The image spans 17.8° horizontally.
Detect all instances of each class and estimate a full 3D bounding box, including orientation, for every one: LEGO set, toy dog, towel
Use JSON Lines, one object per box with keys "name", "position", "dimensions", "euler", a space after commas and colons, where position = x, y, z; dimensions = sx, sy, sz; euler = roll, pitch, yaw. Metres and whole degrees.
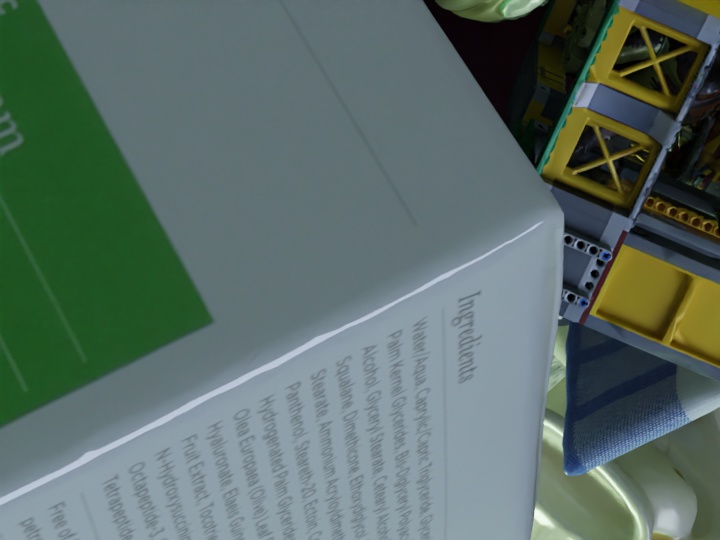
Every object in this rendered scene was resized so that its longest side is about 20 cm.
{"name": "LEGO set", "position": [0.112, -0.052, 0.643], "dimensions": [0.200, 0.115, 0.155], "euler": [-83, -164, -75]}
{"name": "toy dog", "position": [0.129, 0.092, 1.036], "dimensions": [0.200, 0.193, 0.140], "euler": [-53, 168, -56]}
{"name": "towel", "position": [0.154, -0.007, 0.718], "dimensions": [0.199, 0.024, 0.147], "euler": [-26, -163, 16]}

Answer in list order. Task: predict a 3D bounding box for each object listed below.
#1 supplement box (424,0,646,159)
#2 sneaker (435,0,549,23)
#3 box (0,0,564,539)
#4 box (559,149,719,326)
{"name": "supplement box", "position": [0.000, 0.000, 0.817], "dimensions": [0.110, 0.086, 0.200], "euler": [-2, 142, -48]}
{"name": "sneaker", "position": [0.031, -0.141, 0.643], "dimensions": [0.088, 0.077, 0.200], "euler": [13, 154, -5]}
{"name": "box", "position": [-0.068, -0.006, 0.595], "dimensions": [0.170, 0.200, 0.200], "euler": [-26, 154, -12]}
{"name": "box", "position": [0.162, -0.056, 0.942], "dimensions": [0.160, 0.049, 0.200], "euler": [-7, 146, -46]}
